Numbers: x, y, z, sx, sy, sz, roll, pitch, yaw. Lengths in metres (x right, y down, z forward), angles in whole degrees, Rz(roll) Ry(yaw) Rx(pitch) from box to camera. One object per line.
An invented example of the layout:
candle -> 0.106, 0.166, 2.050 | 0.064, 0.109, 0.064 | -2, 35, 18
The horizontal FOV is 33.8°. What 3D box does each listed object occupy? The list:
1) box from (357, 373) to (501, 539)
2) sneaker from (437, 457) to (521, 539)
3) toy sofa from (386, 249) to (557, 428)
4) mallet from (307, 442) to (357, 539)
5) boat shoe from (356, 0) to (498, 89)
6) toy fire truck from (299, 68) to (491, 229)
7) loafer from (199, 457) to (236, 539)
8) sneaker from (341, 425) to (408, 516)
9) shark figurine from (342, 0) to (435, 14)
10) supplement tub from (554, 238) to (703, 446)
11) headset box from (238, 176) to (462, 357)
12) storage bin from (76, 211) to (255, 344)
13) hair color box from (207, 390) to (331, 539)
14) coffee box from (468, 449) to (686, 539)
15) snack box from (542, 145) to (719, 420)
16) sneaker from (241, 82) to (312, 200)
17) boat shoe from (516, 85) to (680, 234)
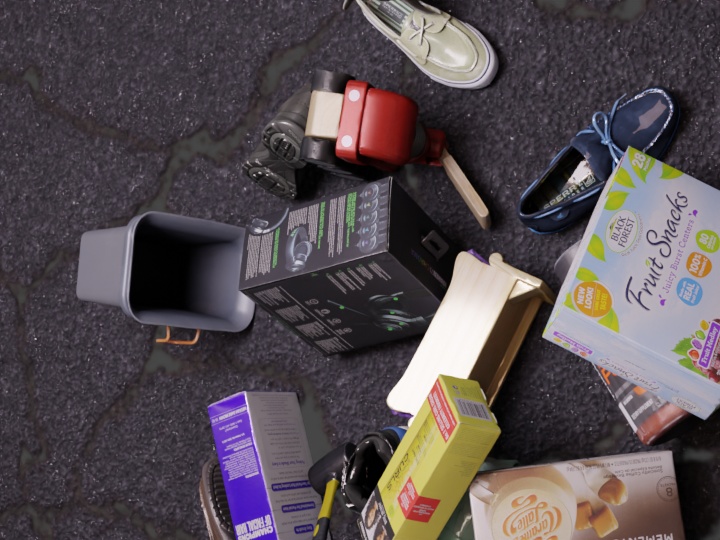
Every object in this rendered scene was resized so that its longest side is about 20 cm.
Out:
box -> 0.063, 0.202, 1.153 | 0.202, 0.049, 0.076 | -62, 28, 28
sneaker -> 0.125, 0.291, 1.230 | 0.116, 0.073, 0.204 | -6, 75, 29
toy sofa -> 0.117, 0.086, 1.236 | 0.097, 0.083, 0.202 | 24, 86, 27
mallet -> -0.045, 0.272, 1.291 | 0.041, 0.201, 0.066 | 43, 126, -17
boat shoe -> 0.067, -0.266, 1.337 | 0.199, 0.062, 0.073 | 36, 103, 29
toy fire truck -> 0.049, -0.127, 1.280 | 0.197, 0.176, 0.131 | 10, 89, 16
loafer -> -0.150, 0.319, 1.396 | 0.071, 0.072, 0.202 | -47, 53, 42
sneaker -> 0.022, 0.271, 1.278 | 0.076, 0.111, 0.204 | 4, 87, 30
shark figurine -> 0.064, -0.329, 1.307 | 0.089, 0.215, 0.128 | 42, 142, 2
supplement tub -> 0.269, 0.061, 1.157 | 0.107, 0.106, 0.202 | -39, 67, 21
headset box -> 0.000, 0.000, 1.274 | 0.197, 0.174, 0.094 | -15, 55, 29
storage bin -> -0.239, 0.012, 1.424 | 0.133, 0.198, 0.148 | 1, 85, 41
hair color box -> -0.101, 0.244, 1.356 | 0.064, 0.109, 0.203 | -24, 73, 26
coffee box -> 0.208, 0.242, 1.149 | 0.196, 0.080, 0.117 | -7, 81, 6
snack box -> 0.280, 0.008, 1.087 | 0.167, 0.068, 0.201 | 27, 57, 5
sneaker -> -0.078, -0.148, 1.373 | 0.075, 0.200, 0.092 | 33, 66, -8
boat shoe -> 0.244, -0.107, 1.211 | 0.200, 0.068, 0.084 | -49, 64, 17
